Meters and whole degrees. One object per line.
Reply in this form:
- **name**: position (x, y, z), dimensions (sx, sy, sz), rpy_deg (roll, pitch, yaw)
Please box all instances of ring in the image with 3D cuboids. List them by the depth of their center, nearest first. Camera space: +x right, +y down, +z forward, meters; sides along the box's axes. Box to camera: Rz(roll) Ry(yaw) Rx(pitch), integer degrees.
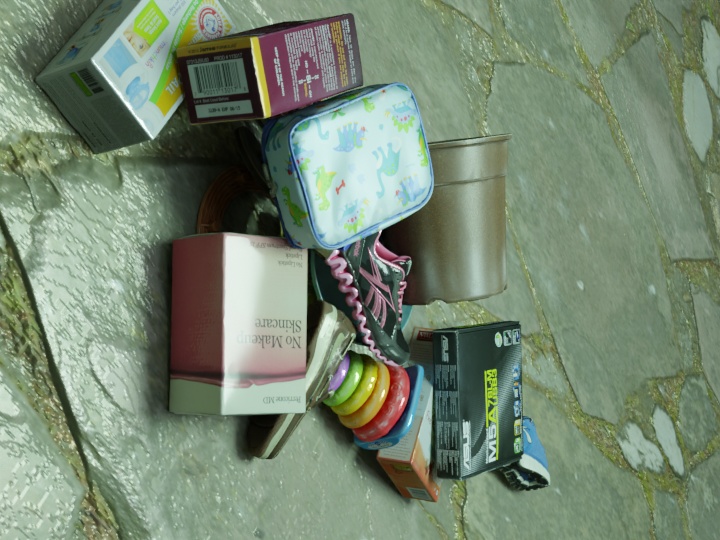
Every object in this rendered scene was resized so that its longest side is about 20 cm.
- **ring**: position (-0.125, -0.034, 1.519), dimensions (0.199, 0.019, 0.204), rpy_deg (11, 75, -49)

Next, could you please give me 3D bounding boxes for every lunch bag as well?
- **lunch bag**: position (-0.013, -0.117, 1.398), dimensions (0.198, 0.082, 0.163), rpy_deg (-27, 108, -34)

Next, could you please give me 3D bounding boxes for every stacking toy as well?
- **stacking toy**: position (-0.023, 0.138, 1.567), dimensions (0.199, 0.115, 0.111), rpy_deg (35, 56, -29)

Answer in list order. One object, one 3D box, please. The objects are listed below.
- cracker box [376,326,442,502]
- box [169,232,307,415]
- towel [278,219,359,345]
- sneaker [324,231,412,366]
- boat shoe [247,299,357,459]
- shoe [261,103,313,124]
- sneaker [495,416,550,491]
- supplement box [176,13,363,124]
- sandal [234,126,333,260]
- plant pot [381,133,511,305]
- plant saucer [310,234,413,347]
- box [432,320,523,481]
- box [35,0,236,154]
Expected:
- **cracker box**: position (0.090, 0.198, 1.686), dimensions (0.134, 0.057, 0.203), rpy_deg (59, 42, -53)
- **box**: position (-0.139, 0.063, 1.401), dimensions (0.127, 0.108, 0.204), rpy_deg (4, 84, -42)
- **towel**: position (-0.039, 0.016, 1.573), dimensions (0.198, 0.023, 0.146), rpy_deg (19, 67, -44)
- **sneaker**: position (0.028, 0.024, 1.509), dimensions (0.079, 0.094, 0.202), rpy_deg (-93, 158, -70)
- **boat shoe**: position (-0.063, 0.143, 1.482), dimensions (0.074, 0.074, 0.205), rpy_deg (29, 88, -30)
- **shoe**: position (-0.074, -0.206, 1.547), dimensions (0.200, 0.090, 0.072), rpy_deg (47, 52, -35)
- **sneaker**: position (0.223, 0.258, 1.866), dimensions (0.200, 0.078, 0.090), rpy_deg (45, 38, -39)
- **supplement box**: position (-0.096, -0.226, 1.361), dimensions (0.199, 0.109, 0.087), rpy_deg (-29, 114, -52)
- **sandal**: position (-0.083, -0.101, 1.469), dimensions (0.201, 0.054, 0.082), rpy_deg (53, 4, 27)
- **plant pot**: position (0.105, -0.065, 1.568), dimensions (0.199, 0.198, 0.202), rpy_deg (-13, 98, -50)
- **plant saucer**: position (0.000, 0.000, 1.585), dimensions (0.199, 0.027, 0.204), rpy_deg (15, 70, -46)
- **box**: position (0.166, 0.175, 1.695), dimensions (0.192, 0.047, 0.204), rpy_deg (-1, 91, -59)
- **box**: position (-0.242, -0.240, 1.342), dimensions (0.113, 0.100, 0.201), rpy_deg (53, 48, -31)
